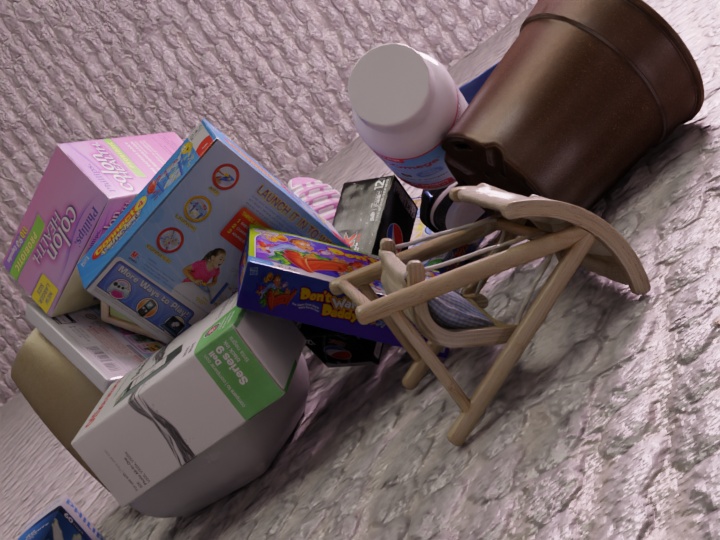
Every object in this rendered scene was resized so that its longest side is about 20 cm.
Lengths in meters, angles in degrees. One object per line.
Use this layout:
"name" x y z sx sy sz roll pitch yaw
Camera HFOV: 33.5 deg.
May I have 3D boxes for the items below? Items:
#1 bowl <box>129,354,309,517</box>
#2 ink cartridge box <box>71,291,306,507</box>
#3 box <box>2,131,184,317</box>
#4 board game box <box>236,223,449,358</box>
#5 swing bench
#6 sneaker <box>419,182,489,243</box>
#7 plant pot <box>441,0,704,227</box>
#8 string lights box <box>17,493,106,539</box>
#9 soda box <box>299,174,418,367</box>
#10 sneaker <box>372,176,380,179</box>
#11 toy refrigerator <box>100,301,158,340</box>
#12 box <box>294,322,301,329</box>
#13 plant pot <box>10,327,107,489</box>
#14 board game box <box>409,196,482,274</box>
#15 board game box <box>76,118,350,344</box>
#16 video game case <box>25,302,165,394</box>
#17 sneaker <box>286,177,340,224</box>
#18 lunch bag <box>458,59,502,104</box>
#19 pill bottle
"bowl" -0.141 0.173 1.246 0.199 0.075 0.200 -33 11 30
"ink cartridge box" -0.160 0.113 1.132 0.199 0.084 0.146 -36 11 13
"box" -0.290 -0.059 1.407 0.199 0.097 0.177 -19 -32 -57
"board game box" -0.016 0.017 1.129 0.135 0.198 0.045 -107 32 -73
"swing bench" 0.096 0.009 0.968 0.199 0.130 0.199 -39 10 -3
"sneaker" 0.148 -0.112 1.338 0.199 0.074 0.112 -34 31 -19
"plant pot" 0.194 -0.147 1.167 0.199 0.200 0.200 -48 12 -12
"string lights box" -0.281 0.297 1.115 0.059 0.103 0.200 -38 11 3
"soda box" 0.000 0.000 1.267 0.070 0.063 0.202 -6 53 33
"sneaker" -0.014 -0.024 1.518 0.199 0.115 0.075 -39 7 -4
"toy refrigerator" -0.190 0.044 1.344 0.070 0.198 0.076 -64 -9 -45
"box" -0.131 0.010 1.431 0.049 0.199 0.201 -5 -43 -53
"plant pot" -0.309 0.144 1.429 0.188 0.199 0.187 -57 -6 -9
"board game box" 0.069 -0.030 1.375 0.134 0.035 0.200 -8 26 30
"board game box" -0.146 -0.014 1.207 0.196 0.200 0.056 -47 35 5
"video game case" -0.260 0.079 1.378 0.181 0.024 0.199 -4 26 -41
"sneaker" -0.039 -0.020 1.448 0.080 0.201 0.089 -16 -25 -44
"lunch bag" 0.195 -0.184 1.458 0.135 0.133 0.199 -26 -1 -41
"pill bottle" 0.053 -0.157 1.218 0.108 0.109 0.200 -37 -18 7
